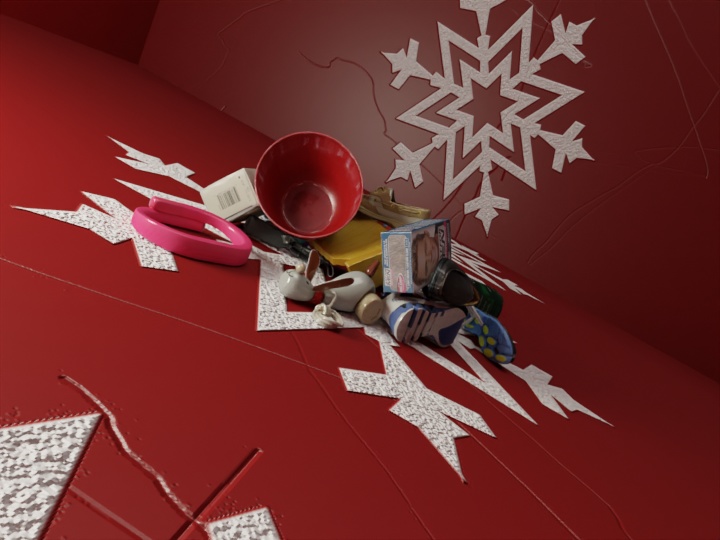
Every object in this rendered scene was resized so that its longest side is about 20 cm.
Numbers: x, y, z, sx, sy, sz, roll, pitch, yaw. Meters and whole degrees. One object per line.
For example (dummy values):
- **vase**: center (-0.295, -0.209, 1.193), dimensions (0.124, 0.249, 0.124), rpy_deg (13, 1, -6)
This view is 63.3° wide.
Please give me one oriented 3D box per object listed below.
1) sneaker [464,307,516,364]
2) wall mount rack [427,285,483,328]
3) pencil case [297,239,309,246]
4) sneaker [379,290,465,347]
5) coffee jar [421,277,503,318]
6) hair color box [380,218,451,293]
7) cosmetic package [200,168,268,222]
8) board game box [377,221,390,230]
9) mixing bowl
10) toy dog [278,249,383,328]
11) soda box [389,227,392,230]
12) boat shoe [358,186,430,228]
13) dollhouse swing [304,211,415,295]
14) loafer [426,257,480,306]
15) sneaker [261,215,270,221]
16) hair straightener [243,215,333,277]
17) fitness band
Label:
- **sneaker**: center (0.278, 0.132, 1.206), dimensions (0.080, 0.073, 0.200), rpy_deg (19, 12, -13)
- **wall mount rack**: center (0.168, 0.036, 1.193), dimensions (0.203, 0.073, 0.174), rpy_deg (62, 8, 33)
- **pencil case**: center (-0.097, -0.149, 1.228), dimensions (0.085, 0.203, 0.091), rpy_deg (42, 18, 24)
- **sneaker**: center (0.097, 0.070, 1.044), dimensions (0.196, 0.082, 0.115), rpy_deg (12, 21, -47)
- **coffee jar**: center (0.242, 0.056, 1.407), dimensions (0.195, 0.087, 0.104), rpy_deg (21, 13, -25)
- **hair color box**: center (0.104, -0.030, 1.036), dimensions (0.059, 0.104, 0.198), rpy_deg (1, 11, 28)
- **cosmetic package**: center (-0.219, -0.144, 1.141), dimensions (0.073, 0.102, 0.200), rpy_deg (66, 13, -4)
- **board game box**: center (0.077, -0.098, 1.420), dimensions (0.150, 0.041, 0.198), rpy_deg (26, -1, -33)
- **mixing bowl**: center (-0.095, -0.137, 1.079), dimensions (0.195, 0.205, 0.109), rpy_deg (27, -19, 2)
- **toy dog**: center (-0.032, 0.016, 0.940), dimensions (0.130, 0.099, 0.198), rpy_deg (32, 12, 24)
- **soda box**: center (0.106, -0.027, 1.281), dimensions (0.069, 0.063, 0.200), rpy_deg (50, 2, 27)
- **boat shoe**: center (0.051, -0.132, 1.169), dimensions (0.195, 0.068, 0.074), rpy_deg (26, 13, 4)
- **dollhouse swing**: center (0.000, 0.000, 1.162), dimensions (0.177, 0.181, 0.199), rpy_deg (-20, 35, -25)
- **loafer**: center (0.168, 0.026, 1.029), dimensions (0.071, 0.075, 0.199), rpy_deg (27, 7, 20)
- **sneaker**: center (-0.165, -0.138, 1.353), dimensions (0.194, 0.072, 0.109), rpy_deg (23, 13, -13)
- **hair straightener**: center (-0.135, -0.043, 1.109), dimensions (0.196, 0.042, 0.077), rpy_deg (33, 2, -3)
- **fitness band**: center (-0.259, -0.059, 0.912), dimensions (0.197, 0.038, 0.143), rpy_deg (11, 23, -50)
